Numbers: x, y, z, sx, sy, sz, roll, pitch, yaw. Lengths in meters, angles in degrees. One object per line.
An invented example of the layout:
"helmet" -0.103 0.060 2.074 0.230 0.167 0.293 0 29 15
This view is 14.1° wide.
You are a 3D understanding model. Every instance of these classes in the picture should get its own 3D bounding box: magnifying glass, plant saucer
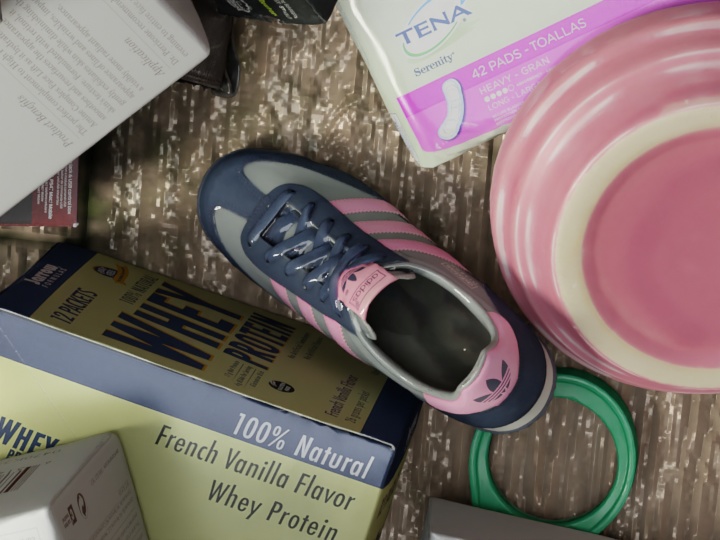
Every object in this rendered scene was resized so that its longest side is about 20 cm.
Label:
"magnifying glass" 0.073 0.140 1.405 0.079 0.022 0.201 21 103 3
"plant saucer" 0.158 -0.022 1.303 0.199 0.051 0.201 -1 122 -1

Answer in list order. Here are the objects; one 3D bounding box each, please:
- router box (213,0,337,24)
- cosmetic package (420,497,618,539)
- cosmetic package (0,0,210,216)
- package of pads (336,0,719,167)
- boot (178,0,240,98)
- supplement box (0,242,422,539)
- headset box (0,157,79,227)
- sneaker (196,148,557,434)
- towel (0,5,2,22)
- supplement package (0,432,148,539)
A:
"router box" -0.035 -0.226 1.226 0.062 0.150 0.201 11 70 36
"cosmetic package" 0.120 0.174 1.374 0.199 0.051 0.083 13 108 -3
"cosmetic package" -0.172 -0.078 1.214 0.200 0.074 0.102 -35 134 9
"package of pads" 0.081 -0.156 1.309 0.199 0.068 0.155 -25 98 13
"boot" -0.109 -0.172 1.277 0.199 0.069 0.175 18 89 -39
"supplement box" -0.094 0.121 1.364 0.199 0.134 0.201 19 105 4
"headset box" -0.208 -0.096 1.325 0.199 0.075 0.150 2 94 -16
"sneaker" 0.000 0.000 1.328 0.200 0.082 0.070 32 91 20
"towel" -0.220 -0.161 1.182 0.143 0.023 0.201 -15 62 7
"supplement package" -0.143 0.189 1.257 0.116 0.117 0.201 -13 100 11
